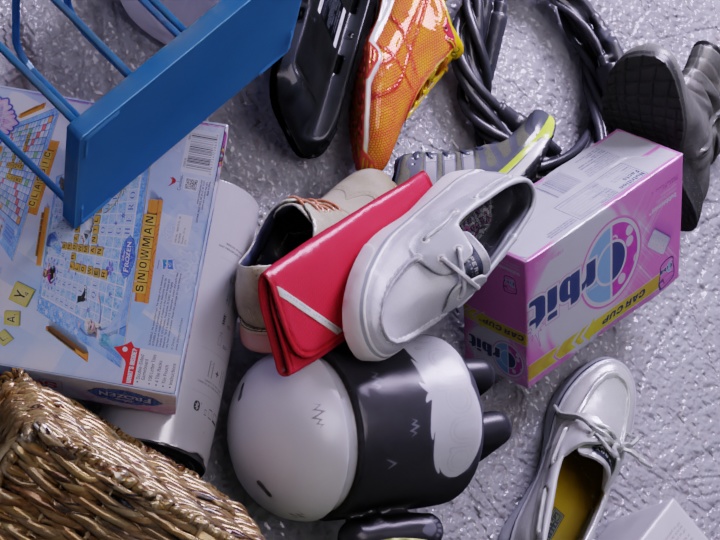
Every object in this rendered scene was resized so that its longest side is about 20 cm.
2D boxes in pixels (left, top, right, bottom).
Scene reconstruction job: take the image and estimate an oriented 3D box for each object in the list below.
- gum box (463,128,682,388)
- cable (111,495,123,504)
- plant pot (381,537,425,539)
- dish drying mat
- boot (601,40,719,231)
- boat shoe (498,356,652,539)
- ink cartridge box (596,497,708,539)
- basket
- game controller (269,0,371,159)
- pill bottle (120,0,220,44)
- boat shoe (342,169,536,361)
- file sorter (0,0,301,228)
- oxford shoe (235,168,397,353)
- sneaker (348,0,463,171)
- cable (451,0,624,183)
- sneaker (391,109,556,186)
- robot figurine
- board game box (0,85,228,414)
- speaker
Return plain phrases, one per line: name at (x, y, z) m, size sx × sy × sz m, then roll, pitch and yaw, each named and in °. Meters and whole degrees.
gum box at (0.165, -0.014, 1.680) m, size 0.200 × 0.066 × 0.114 m, roll -33°, pitch 133°, yaw -35°
cable at (-0.238, 0.188, 1.398) m, size 0.200 × 0.069 × 0.200 m, roll 40°, pitch 58°, yaw -13°
plant pot at (-0.010, 0.290, 1.425) m, size 0.200 × 0.193 × 0.201 m, roll 11°, pitch 67°, yaw -27°
dish drying mat at (0.000, 0.000, 1.520) m, size 0.200 × 0.018 × 0.077 m, roll -32°, pitch 112°, yaw -48°
boot at (0.252, -0.138, 1.771) m, size 0.131 × 0.067 × 0.200 m, roll -62°, pitch 149°, yaw -31°
boat shoe at (0.170, 0.142, 1.651) m, size 0.075 × 0.086 × 0.202 m, roll 40°, pitch 58°, yaw -13°
ink cartridge box at (0.233, 0.294, 1.637) m, size 0.200 × 0.084 × 0.145 m, roll 50°, pitch 56°, yaw -6°
basket at (-0.166, 0.177, 1.367) m, size 0.200 × 0.149 × 0.143 m, roll 32°, pitch 91°, yaw -18°
game controller at (-0.027, -0.186, 1.648) m, size 0.104 × 0.042 × 0.201 m, roll 52°, pitch 45°, yaw -51°
pill bottle at (-0.093, -0.263, 1.619) m, size 0.111 × 0.111 × 0.201 m, roll 31°, pitch 60°, yaw -18°
boat shoe at (0.059, -0.006, 1.526) m, size 0.200 × 0.068 × 0.072 m, roll -41°, pitch 118°, yaw -46°
file sorter at (-0.148, -0.155, 1.428) m, size 0.200 × 0.139 × 0.123 m, roll -42°, pitch 80°, yaw -21°
oxford shoe at (-0.025, -0.025, 1.549) m, size 0.200 × 0.070 × 0.074 m, roll -55°, pitch 141°, yaw -48°
sneaker at (0.037, -0.159, 1.676) m, size 0.077 × 0.073 × 0.201 m, roll 17°, pitch 65°, yaw -3°
cable at (0.138, -0.161, 1.767) m, size 0.163 × 0.051 × 0.201 m, roll -25°, pitch 92°, yaw -30°
sneaker at (0.069, -0.066, 1.662) m, size 0.081 × 0.074 × 0.200 m, roll 44°, pitch 63°, yaw 13°
robot figurine at (0.004, 0.109, 1.543) m, size 0.199 × 0.150 × 0.125 m, roll -4°, pitch 118°, yaw -33°
board game box at (-0.201, -0.018, 1.465) m, size 0.199 × 0.041 × 0.201 m, roll 11°, pitch 66°, yaw -2°
speaker at (-0.124, 0.037, 1.514) m, size 0.081 × 0.081 × 0.201 m, roll 21°, pitch 64°, yaw -24°
